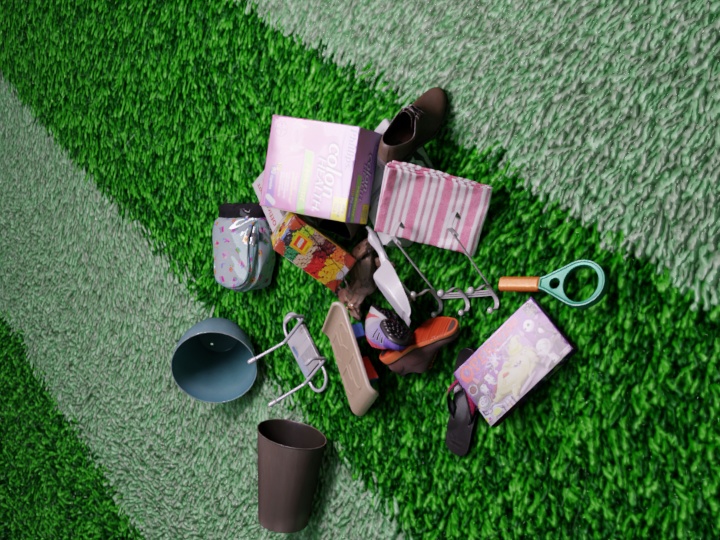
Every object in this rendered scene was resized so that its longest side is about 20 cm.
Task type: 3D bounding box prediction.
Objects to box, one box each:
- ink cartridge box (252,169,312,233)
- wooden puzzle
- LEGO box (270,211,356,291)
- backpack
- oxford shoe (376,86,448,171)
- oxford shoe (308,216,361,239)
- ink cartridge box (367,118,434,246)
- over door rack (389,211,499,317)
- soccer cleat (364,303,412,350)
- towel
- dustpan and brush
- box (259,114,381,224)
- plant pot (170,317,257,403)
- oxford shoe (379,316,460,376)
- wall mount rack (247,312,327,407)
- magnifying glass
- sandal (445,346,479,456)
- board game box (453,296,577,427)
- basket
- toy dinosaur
[{"bbox_3d":[-0.133,-0.189,1.839,0.200,0.082,0.148,-44,61,34],"label":"ink cartridge box"},{"bbox_3d":[-0.013,0.177,1.696,0.186,0.046,0.203,114,136,-65],"label":"wooden puzzle"},{"bbox_3d":[-0.099,-0.046,1.688,0.078,0.148,0.200,-54,11,3],"label":"LEGO box"},{"bbox_3d":[-0.267,-0.054,1.939,0.165,0.125,0.204,3,94,41],"label":"backpack"},{"bbox_3d":[0.104,-0.275,1.557,0.072,0.085,0.201,29,66,16],"label":"oxford shoe"},{"bbox_3d":[-0.086,-0.133,1.722,0.198,0.074,0.071,28,130,-2],"label":"oxford shoe"},{"bbox_3d":[0.072,-0.167,1.637,0.147,0.082,0.202,-43,60,34],"label":"ink cartridge box"},{"bbox_3d":[0.145,0.002,1.510,0.146,0.067,0.202,-6,123,43],"label":"over door rack"},{"bbox_3d":[0.048,0.126,1.614,0.074,0.067,0.200,-66,16,8],"label":"soccer cleat"},{"bbox_3d":[0.129,-0.108,1.522,0.196,0.030,0.148,15,125,7],"label":"towel"},{"bbox_3d":[0.054,0.007,1.610,0.057,0.140,0.201,-37,81,-4],"label":"dustpan and brush"},{"bbox_3d":[-0.078,-0.194,1.622,0.197,0.096,0.179,13,96,25],"label":"box"},{"bbox_3d":[-0.340,0.190,1.982,0.202,0.197,0.135,-59,19,25],"label":"plant pot"},{"bbox_3d":[0.125,0.146,1.594,0.073,0.071,0.199,47,137,-13],"label":"oxford shoe"},{"bbox_3d":[-0.159,0.198,1.861,0.174,0.074,0.202,-50,56,32],"label":"wall mount rack"},{"bbox_3d":[0.320,0.023,1.413,0.198,0.022,0.081,-2,69,44],"label":"magnifying glass"},{"bbox_3d":[0.187,0.243,1.540,0.074,0.045,0.204,15,99,44],"label":"sandal"},{"bbox_3d":[0.264,0.158,1.452,0.200,0.032,0.121,-48,53,18],"label":"board game box"},{"bbox_3d":[-0.157,0.448,1.819,0.179,0.134,0.204,15,103,47],"label":"basket"},{"bbox_3d":[0.000,0.000,1.711,0.135,0.085,0.203,15,87,68],"label":"toy dinosaur"}]
